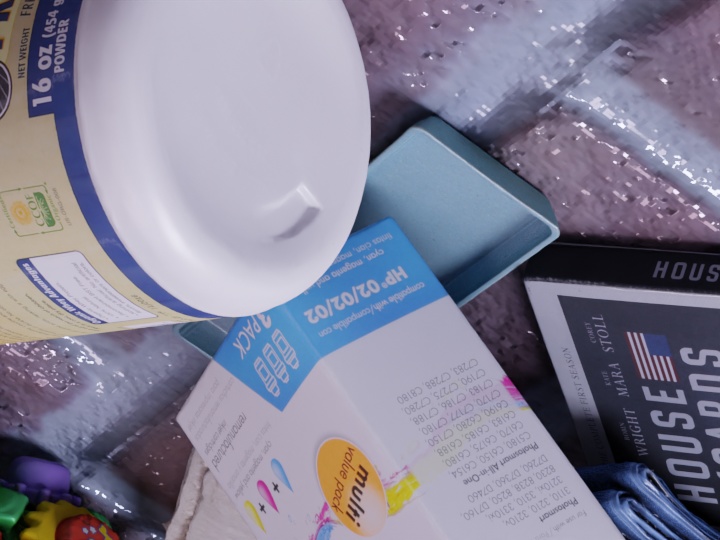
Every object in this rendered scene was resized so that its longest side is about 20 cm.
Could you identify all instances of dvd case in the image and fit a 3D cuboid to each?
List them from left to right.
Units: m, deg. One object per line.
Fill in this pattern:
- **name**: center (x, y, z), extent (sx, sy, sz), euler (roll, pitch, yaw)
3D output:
- **dvd case**: center (0.172, 0.052, 1.094), extent (0.200, 0.025, 0.150), euler (4, 139, 25)

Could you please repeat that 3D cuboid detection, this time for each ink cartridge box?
- **ink cartridge box**: center (0.025, 0.097, 1.088), extent (0.200, 0.068, 0.115), euler (54, 146, 16)

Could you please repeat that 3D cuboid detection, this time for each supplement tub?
- **supplement tub**: center (-0.112, -0.047, 1.033), extent (0.200, 0.145, 0.144), euler (-8, 133, 36)

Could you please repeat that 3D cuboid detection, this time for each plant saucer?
- **plant saucer**: center (0.000, 0.000, 1.135), extent (0.070, 0.019, 0.200), euler (35, 144, -13)

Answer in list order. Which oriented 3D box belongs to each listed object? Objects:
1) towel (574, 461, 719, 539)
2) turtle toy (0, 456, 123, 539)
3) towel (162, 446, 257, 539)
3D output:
- **towel**: center (0.134, 0.140, 1.178), extent (0.200, 0.049, 0.112), euler (32, 153, -31)
- **turtle toy**: center (-0.166, 0.135, 1.315), extent (0.200, 0.146, 0.101), euler (45, 119, -10)
- **towel**: center (0.009, 0.135, 1.286), extent (0.200, 0.035, 0.133), euler (24, 145, 0)
